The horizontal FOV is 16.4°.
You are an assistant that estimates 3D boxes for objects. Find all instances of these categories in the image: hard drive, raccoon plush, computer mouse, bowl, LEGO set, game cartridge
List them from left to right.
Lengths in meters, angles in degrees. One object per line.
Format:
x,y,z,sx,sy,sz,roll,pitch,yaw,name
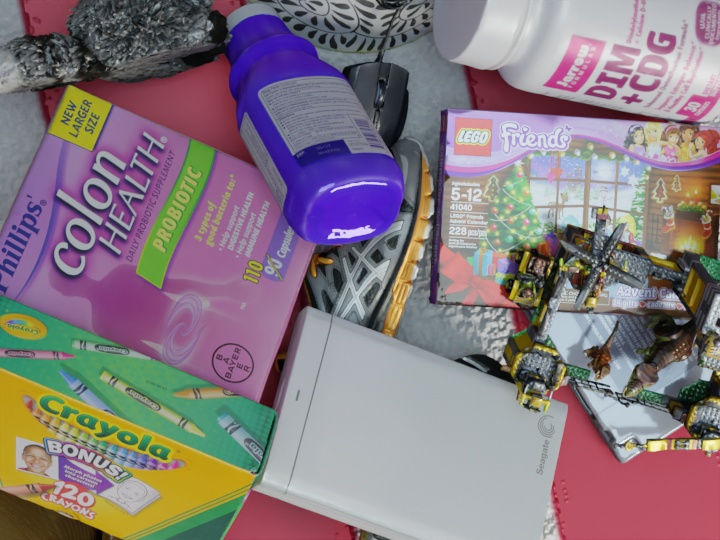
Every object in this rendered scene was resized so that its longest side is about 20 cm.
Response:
-0.170,-0.201,1.689,0.200,0.097,0.134,-9,82,-38,raccoon plush
0.002,-0.255,1.736,0.200,0.094,0.201,0,90,-5,bowl
0.021,-0.148,1.720,0.058,0.034,0.200,4,123,-23,computer mouse
0.036,0.119,1.691,0.200,0.027,0.132,21,65,-14,hard drive
0.188,0.019,1.785,0.133,0.040,0.200,-32,93,-2,game cartridge
0.196,0.053,1.675,0.200,0.116,0.154,24,104,-12,LEGO set

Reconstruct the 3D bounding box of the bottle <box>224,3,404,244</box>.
-0.041,-0.103,1.694,0.083,0.200,0.065,-7,135,-26,bottle

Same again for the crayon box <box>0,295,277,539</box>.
-0.167,0.106,1.612,0.200,0.119,0.058,23,46,-7,crayon box

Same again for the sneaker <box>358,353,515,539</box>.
0.045,0.145,1.750,0.078,0.090,0.200,34,63,-6,sneaker

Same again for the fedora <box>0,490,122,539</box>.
-0.237,0.165,1.715,0.200,0.082,0.201,-1,96,-8,fedora

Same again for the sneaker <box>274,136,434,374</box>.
0.000,0.000,1.745,0.077,0.078,0.201,17,89,-1,sneaker

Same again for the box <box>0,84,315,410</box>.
-0.145,0.003,1.682,0.200,0.097,0.176,23,58,-5,box

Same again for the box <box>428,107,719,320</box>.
0.151,-0.038,1.744,0.199,0.039,0.137,3,89,-6,box

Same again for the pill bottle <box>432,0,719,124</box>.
0.159,-0.172,1.720,0.199,0.113,0.114,10,89,-21,pill bottle
